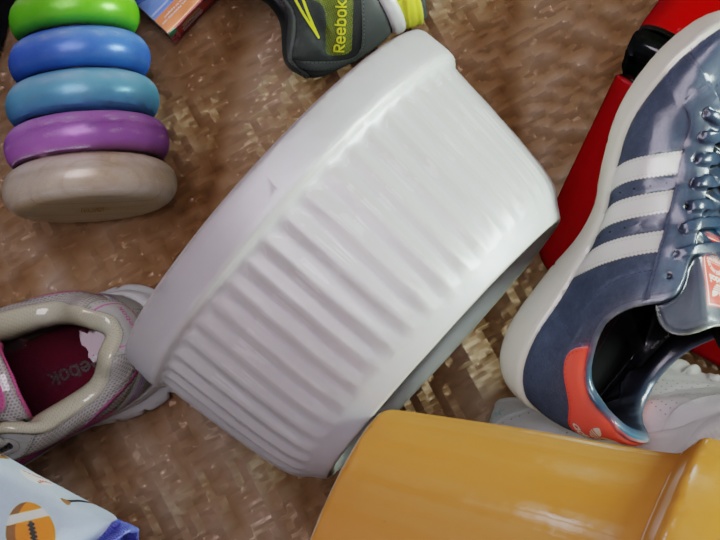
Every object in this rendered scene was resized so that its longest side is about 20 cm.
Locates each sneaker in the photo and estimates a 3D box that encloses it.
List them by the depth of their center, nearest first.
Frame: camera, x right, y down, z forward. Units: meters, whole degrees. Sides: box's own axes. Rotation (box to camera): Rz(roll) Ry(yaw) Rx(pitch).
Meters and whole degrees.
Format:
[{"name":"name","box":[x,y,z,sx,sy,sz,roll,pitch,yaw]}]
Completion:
[{"name":"sneaker","box":[0.142,-0.014,0.978,0.084,0.075,0.201,35,104,47]},{"name":"sneaker","box":[0.151,0.067,1.028,0.199,0.075,0.089,-9,43,10]},{"name":"sneaker","box":[-0.181,0.063,1.062,0.200,0.088,0.081,-33,77,0]},{"name":"sneaker","box":[-0.053,-0.181,1.080,0.085,0.074,0.200,-39,94,-4]}]

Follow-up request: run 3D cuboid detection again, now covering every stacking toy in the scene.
[{"name":"stacking toy","box":[-0.137,-0.128,1.091,0.085,0.085,0.201,-5,82,6]}]

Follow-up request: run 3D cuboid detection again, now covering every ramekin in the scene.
[{"name":"ramekin","box":[0.000,0.000,1.000,0.105,0.200,0.200,42,86,5]}]

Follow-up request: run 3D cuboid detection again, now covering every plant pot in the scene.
[{"name":"plant pot","box":[0.072,0.147,0.927,0.183,0.200,0.201,21,82,11]}]

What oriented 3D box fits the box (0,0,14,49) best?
[{"name":"box","box":[-0.289,-0.115,1.098,0.196,0.117,0.201,11,79,9]}]

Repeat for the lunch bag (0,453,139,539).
[{"name":"lunch bag","box":[-0.184,0.147,0.966,0.170,0.200,0.124,28,59,16]}]

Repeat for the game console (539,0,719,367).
[{"name":"game console","box":[0.216,-0.046,1.071,0.200,0.119,0.172,29,53,11]}]

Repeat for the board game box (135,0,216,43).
[{"name":"board game box","box":[-0.063,-0.222,1.140,0.103,0.019,0.200,43,87,14]}]
